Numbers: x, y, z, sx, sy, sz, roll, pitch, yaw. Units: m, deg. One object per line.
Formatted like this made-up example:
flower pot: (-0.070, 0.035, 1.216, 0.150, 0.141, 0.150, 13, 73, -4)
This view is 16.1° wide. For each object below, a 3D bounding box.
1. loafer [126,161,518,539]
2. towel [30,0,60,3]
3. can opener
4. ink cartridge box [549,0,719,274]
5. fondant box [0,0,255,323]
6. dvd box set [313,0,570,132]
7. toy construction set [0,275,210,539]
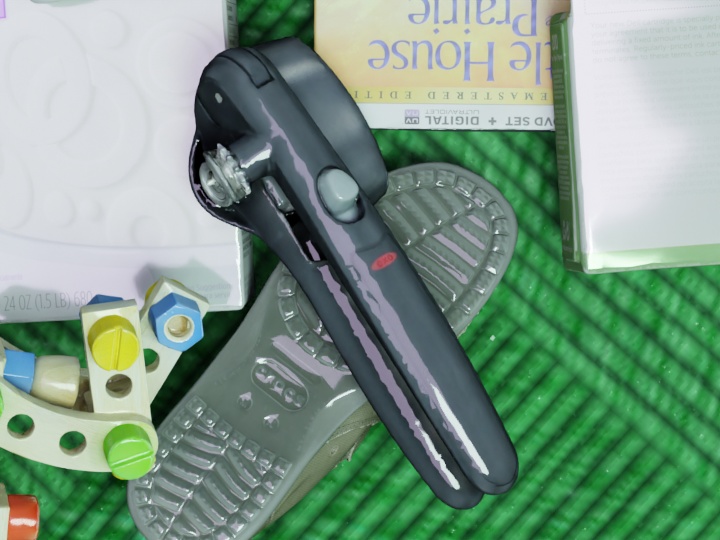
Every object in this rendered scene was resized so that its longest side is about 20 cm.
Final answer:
loafer: (-0.017, 0.036, 1.026, 0.200, 0.070, 0.075, -44, 81, -10)
towel: (-0.053, -0.192, 0.914, 0.199, 0.032, 0.191, -11, 133, 3)
can opener: (0.000, 0.000, 0.962, 0.078, 0.063, 0.200, -27, 81, -21)
ink cartridge box: (0.146, -0.103, 0.989, 0.145, 0.048, 0.201, -4, 93, -5)
fondant box: (-0.121, -0.081, 1.024, 0.144, 0.058, 0.201, -4, 93, 3)
dvd box set: (0.053, -0.156, 1.022, 0.146, 0.029, 0.201, 1, 94, 2)
toy construction set: (-0.126, 0.100, 0.950, 0.131, 0.092, 0.201, 2, 97, -16)
